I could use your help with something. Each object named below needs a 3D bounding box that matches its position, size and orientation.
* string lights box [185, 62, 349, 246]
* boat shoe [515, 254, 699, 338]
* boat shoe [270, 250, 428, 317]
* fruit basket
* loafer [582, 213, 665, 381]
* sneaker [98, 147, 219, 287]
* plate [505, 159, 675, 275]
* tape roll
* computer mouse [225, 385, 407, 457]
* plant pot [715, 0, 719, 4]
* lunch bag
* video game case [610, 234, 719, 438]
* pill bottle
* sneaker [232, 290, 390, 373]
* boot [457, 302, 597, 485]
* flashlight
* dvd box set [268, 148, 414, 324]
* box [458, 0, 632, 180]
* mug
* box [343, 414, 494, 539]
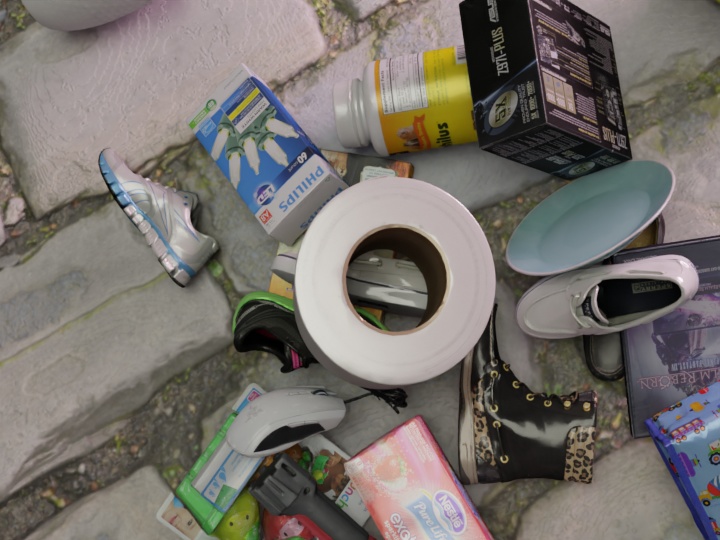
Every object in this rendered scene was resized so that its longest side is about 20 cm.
[{"bbox_3d":[-0.112,-0.138,1.240,0.103,0.059,0.201,-43,63,8],"label":"string lights box"},{"bbox_3d":[0.242,0.029,1.067,0.198,0.065,0.075,-21,92,31],"label":"boat shoe"},{"bbox_3d":[0.000,0.000,1.174,0.196,0.072,0.067,12,77,6],"label":"boat shoe"},{"bbox_3d":[-0.098,0.258,1.164,0.199,0.094,0.186,36,80,7],"label":"fruit basket"},{"bbox_3d":[0.286,0.019,1.141,0.071,0.072,0.204,11,82,12],"label":"loafer"},{"bbox_3d":[-0.244,-0.079,1.280,0.086,0.075,0.201,-37,79,-8],"label":"sneaker"},{"bbox_3d":[0.248,-0.051,1.122,0.198,0.201,0.026,-34,111,4],"label":"plate"},{"bbox_3d":[0.029,0.018,1.072,0.198,0.139,0.207,1,83,-5],"label":"tape roll"},{"bbox_3d":[-0.054,0.146,1.137,0.197,0.045,0.109,-18,33,-28],"label":"computer mouse"},{"bbox_3d":[0.460,-0.374,1.125,0.199,0.181,0.200,43,90,16],"label":"plant pot"},{"bbox_3d":[0.407,0.216,1.065,0.149,0.094,0.202,-28,95,5],"label":"lunch bag"},{"bbox_3d":[0.345,0.070,1.103,0.140,0.019,0.204,-8,99,4],"label":"video game case"},{"bbox_3d":[0.071,-0.195,1.209,0.196,0.109,0.112,-8,77,10],"label":"pill bottle"},{"bbox_3d":[-0.052,0.083,1.172,0.196,0.077,0.085,8,51,15],"label":"sneaker"},{"bbox_3d":[0.183,0.136,1.140,0.147,0.073,0.204,3,81,12],"label":"boot"},{"bbox_3d":[-0.035,0.284,1.121,0.199,0.068,0.068,42,68,-10],"label":"flashlight"},{"bbox_3d":[-0.025,-0.039,1.239,0.143,0.029,0.204,10,81,13],"label":"dvd box set"},{"bbox_3d":[0.203,-0.202,1.130,0.085,0.198,0.167,-16,75,37],"label":"box"},{"bbox_3d":[-0.343,-0.403,1.331,0.173,0.148,0.202,-23,45,14],"label":"mug"},{"bbox_3d":[0.073,0.264,1.111,0.094,0.103,0.202,-32,81,3],"label":"box"}]
